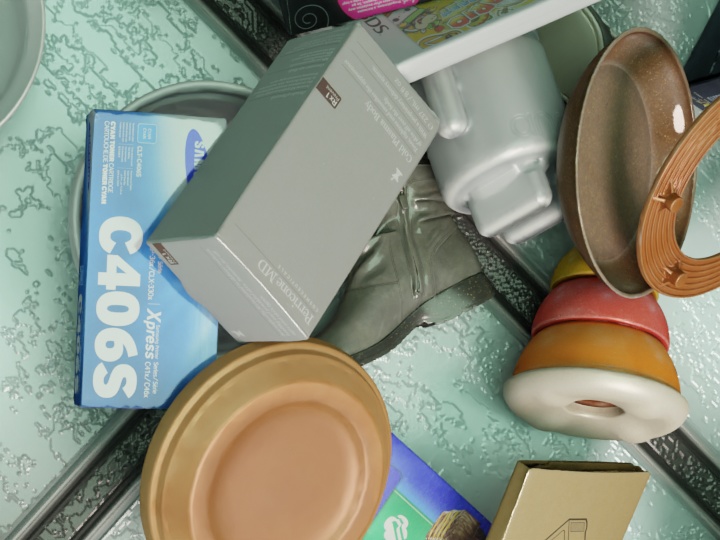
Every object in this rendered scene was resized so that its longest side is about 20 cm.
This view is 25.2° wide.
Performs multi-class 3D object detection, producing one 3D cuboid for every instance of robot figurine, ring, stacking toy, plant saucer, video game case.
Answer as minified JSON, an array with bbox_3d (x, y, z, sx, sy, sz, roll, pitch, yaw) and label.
[{"bbox_3d":[0.099,-0.123,1.236,0.112,0.169,0.202,-28,69,25],"label":"robot figurine"},{"bbox_3d":[0.288,-0.061,1.213,0.199,0.019,0.202,-24,135,-26],"label":"ring"},{"bbox_3d":[0.194,0.025,1.279,0.145,0.146,0.202,14,70,-14],"label":"stacking toy"},{"bbox_3d":[-0.057,0.146,1.121,0.198,0.037,0.203,-12,112,-31],"label":"plant saucer"},{"bbox_3d":[0.197,-0.081,1.215,0.199,0.036,0.203,-6,98,-53],"label":"plant saucer"},{"bbox_3d":[0.072,-0.220,1.222,0.198,0.182,0.023,-24,129,-14],"label":"video game case"}]

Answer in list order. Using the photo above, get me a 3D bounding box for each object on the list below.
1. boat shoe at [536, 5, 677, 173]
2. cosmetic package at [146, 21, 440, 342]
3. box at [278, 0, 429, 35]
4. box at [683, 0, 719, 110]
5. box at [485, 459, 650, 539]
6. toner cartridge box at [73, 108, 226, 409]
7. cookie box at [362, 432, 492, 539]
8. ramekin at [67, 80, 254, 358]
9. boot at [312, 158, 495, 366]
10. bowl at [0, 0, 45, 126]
[{"bbox_3d":[0.193,-0.157,1.314,0.067,0.057,0.201,-36,95,21],"label":"boat shoe"},{"bbox_3d":[-0.043,-0.059,1.093,0.107,0.090,0.201,47,56,-29],"label":"cosmetic package"},{"bbox_3d":[0.022,-0.278,1.175,0.198,0.115,0.133,-14,135,-1],"label":"box"},{"bbox_3d":[0.346,-0.227,1.298,0.051,0.158,0.201,31,82,-11],"label":"box"},{"bbox_3d":[0.135,0.239,1.227,0.163,0.021,0.202,8,107,-49],"label":"box"},{"bbox_3d":[-0.145,-0.006,1.109,0.094,0.043,0.203,2,88,-17],"label":"toner cartridge box"},{"bbox_3d":[0.004,0.223,1.234,0.200,0.075,0.172,42,78,-10],"label":"cookie box"},{"bbox_3d":[-0.121,-0.034,1.193,0.198,0.105,0.203,1,88,-15],"label":"ramekin"},{"bbox_3d":[0.000,0.000,1.253,0.199,0.068,0.132,-27,91,-22],"label":"boot"},{"bbox_3d":[-0.328,-0.172,1.148,0.199,0.090,0.204,0,89,-15],"label":"bowl"}]
